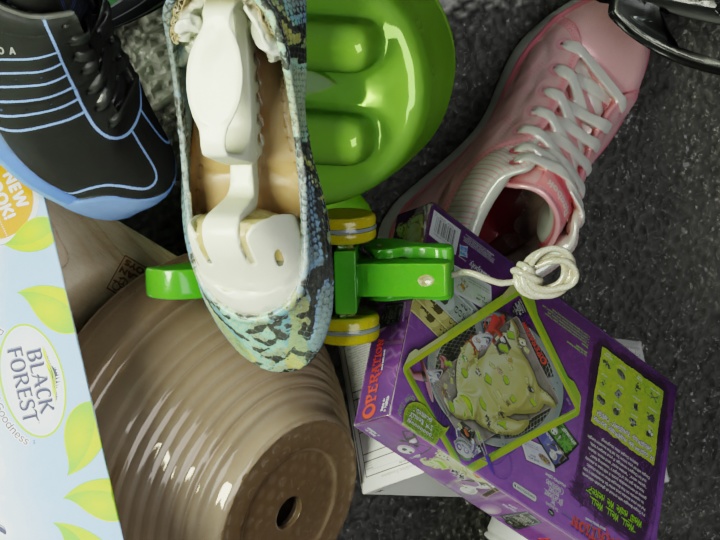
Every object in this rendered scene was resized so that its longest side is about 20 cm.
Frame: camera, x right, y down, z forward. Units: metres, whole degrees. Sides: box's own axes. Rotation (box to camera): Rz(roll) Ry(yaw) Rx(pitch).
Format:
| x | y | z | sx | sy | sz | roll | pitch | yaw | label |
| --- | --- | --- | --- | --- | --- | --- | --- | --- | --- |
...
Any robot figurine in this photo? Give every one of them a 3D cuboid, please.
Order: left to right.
| x | y | z | sx | sy | sz | roll | pitch | yaw | label |
| --- | --- | --- | --- | --- | --- | --- | --- | --- | --- |
| -0.015 | -0.096 | 1.237 | 0.115 | 0.200 | 0.176 | 3 | 102 | 9 | robot figurine |

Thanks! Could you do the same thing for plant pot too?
| x | y | z | sx | sy | sz | roll | pitch | yaw | label |
| --- | --- | --- | --- | --- | --- | --- | --- | --- | --- |
| -0.067 | 0.099 | 1.245 | 0.201 | 0.092 | 0.202 | -32 | 135 | -40 | plant pot |

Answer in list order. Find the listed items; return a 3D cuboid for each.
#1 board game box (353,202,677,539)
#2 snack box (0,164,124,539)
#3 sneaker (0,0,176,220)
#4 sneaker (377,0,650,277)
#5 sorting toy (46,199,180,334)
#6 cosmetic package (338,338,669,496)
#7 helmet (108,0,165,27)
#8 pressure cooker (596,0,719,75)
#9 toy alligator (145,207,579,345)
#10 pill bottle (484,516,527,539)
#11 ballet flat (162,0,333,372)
| x | y | z | sx | sy | sz | roll | pitch | yaw | label |
| --- | --- | --- | --- | --- | --- | --- | --- | --- | --- |
| 0.082 | 0.067 | 1.273 | 0.200 | 0.032 | 0.120 | 36 | 49 | -34 | board game box |
| -0.204 | 0.060 | 1.126 | 0.168 | 0.068 | 0.201 | -12 | 92 | -13 | snack box |
| -0.131 | -0.093 | 1.076 | 0.200 | 0.078 | 0.070 | 42 | 46 | -37 | sneaker |
| 0.101 | -0.062 | 1.340 | 0.200 | 0.105 | 0.075 | -49 | 113 | -12 | sneaker |
| -0.219 | 0.032 | 1.219 | 0.200 | 0.070 | 0.199 | 32 | 84 | -27 | sorting toy |
| 0.078 | 0.074 | 1.328 | 0.200 | 0.051 | 0.083 | 7 | 70 | -47 | cosmetic package |
| -0.139 | -0.198 | 1.148 | 0.190 | 0.200 | 0.201 | 28 | 86 | -23 | helmet |
| 0.209 | -0.198 | 1.323 | 0.178 | 0.176 | 0.201 | 11 | 86 | -32 | pressure cooker |
| 0.000 | 0.000 | 1.197 | 0.199 | 0.054 | 0.060 | -2 | 102 | -3 | toy alligator |
| 0.075 | 0.227 | 1.370 | 0.112 | 0.112 | 0.201 | 25 | 87 | -27 | pill bottle |
| -0.054 | -0.044 | 1.116 | 0.074 | 0.074 | 0.201 | -14 | 106 | -23 | ballet flat |
